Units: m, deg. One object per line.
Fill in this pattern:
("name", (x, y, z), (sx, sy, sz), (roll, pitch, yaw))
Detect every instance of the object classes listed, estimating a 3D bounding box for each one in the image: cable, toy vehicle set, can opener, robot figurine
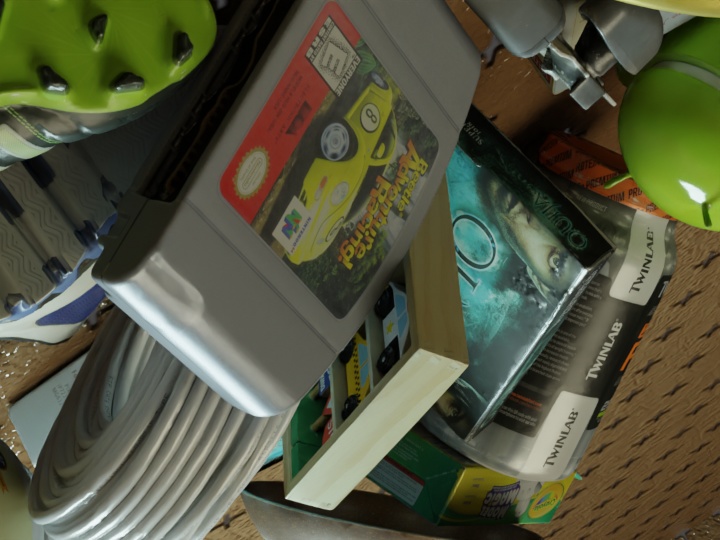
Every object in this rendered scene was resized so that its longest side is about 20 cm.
("cable", (-0.088, 0.050, 0.827), (0.069, 0.201, 0.200), (29, 135, -18))
("toy vehicle set", (0.000, 0.000, 0.820), (0.026, 0.201, 0.124), (19, 133, -23))
("can opener", (0.081, -0.136, 0.773), (0.067, 0.053, 0.200), (-41, 146, 9))
("robot figurine", (0.229, -0.107, 0.972), (0.200, 0.175, 0.116), (-47, 132, -15))

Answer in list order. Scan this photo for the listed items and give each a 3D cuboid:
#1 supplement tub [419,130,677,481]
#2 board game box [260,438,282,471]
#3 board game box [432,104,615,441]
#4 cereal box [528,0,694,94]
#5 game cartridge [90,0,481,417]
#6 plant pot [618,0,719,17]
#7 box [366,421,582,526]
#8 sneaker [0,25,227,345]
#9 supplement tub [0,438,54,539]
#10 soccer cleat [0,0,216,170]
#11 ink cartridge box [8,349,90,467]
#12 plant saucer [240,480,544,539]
("supplement tub", (0.120, 0.022, 1.067), (0.122, 0.122, 0.201), (2, 117, -57))
("board game box", (-0.068, 0.099, 0.981), (0.135, 0.028, 0.200), (-12, 165, -44))
("board game box", (0.051, -0.001, 0.941), (0.028, 0.135, 0.200), (-36, 164, -32))
("cereal box", (0.153, -0.179, 0.843), (0.143, 0.040, 0.200), (-29, 160, -10))
("game cartridge", (-0.021, -0.046, 0.708), (0.201, 0.041, 0.133), (-61, 143, -17))
("plant pot", (0.116, -0.211, 0.521), (0.200, 0.201, 0.189), (-21, 143, -29))
("box", (0.063, 0.123, 1.138), (0.200, 0.117, 0.049), (10, 109, -58))
("sneaker", (-0.118, -0.030, 0.750), (0.199, 0.081, 0.115), (-32, 175, -24))
("supplement tub", (-0.241, 0.129, 0.812), (0.145, 0.145, 0.200), (-34, 160, 4))
("soccer cleat", (-0.148, -0.065, 0.642), (0.199, 0.068, 0.081), (-28, -177, -25))
("ink cartridge box", (-0.095, 0.067, 1.035), (0.173, 0.044, 0.200), (-35, 160, 8))
("plant saucer", (0.017, 0.170, 1.085), (0.200, 0.199, 0.035), (11, 89, -62))
